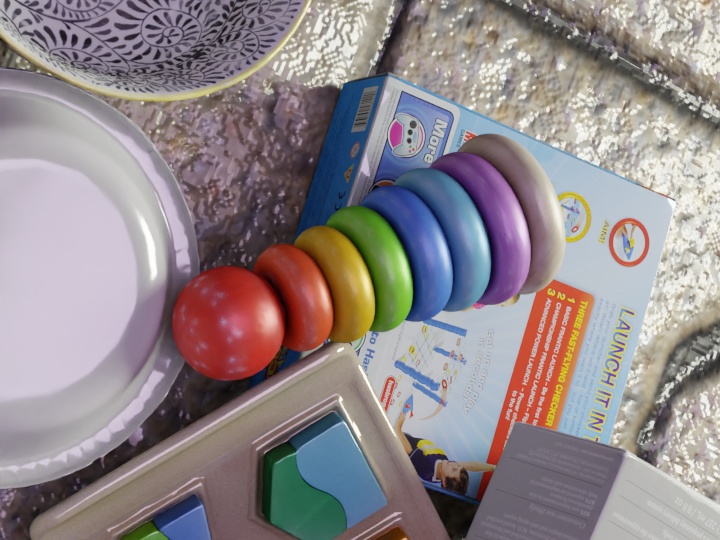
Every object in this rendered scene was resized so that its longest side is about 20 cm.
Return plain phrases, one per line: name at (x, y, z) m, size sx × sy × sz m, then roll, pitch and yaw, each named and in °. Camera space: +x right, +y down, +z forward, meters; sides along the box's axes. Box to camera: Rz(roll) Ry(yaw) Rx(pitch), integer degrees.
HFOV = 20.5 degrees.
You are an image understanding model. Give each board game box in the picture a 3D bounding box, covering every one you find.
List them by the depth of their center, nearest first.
board game box at (0.056, 0.022, 1.081) m, size 0.195 × 0.056 × 0.201 m, roll 22°, pitch 81°, yaw -25°

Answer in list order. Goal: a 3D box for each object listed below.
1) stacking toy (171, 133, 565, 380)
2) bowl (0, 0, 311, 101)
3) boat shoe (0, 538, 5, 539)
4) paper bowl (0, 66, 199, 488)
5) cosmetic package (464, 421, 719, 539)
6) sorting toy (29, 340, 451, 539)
stacking toy at (0.000, 0.000, 0.969) m, size 0.200 × 0.085 × 0.086 m, roll -21°, pitch 99°, yaw -27°
bowl at (-0.127, -0.169, 0.963) m, size 0.200 × 0.094 × 0.202 m, roll 6°, pitch 78°, yaw -28°
boat shoe at (-0.195, 0.206, 0.912) m, size 0.056 × 0.200 × 0.069 m, roll -5°, pitch 132°, yaw 5°
paper bowl at (-0.173, 0.004, 0.943) m, size 0.200 × 0.104 × 0.202 m, roll -1°, pitch 92°, yaw -27°
cosmetic package at (0.097, 0.191, 1.018) m, size 0.107 × 0.090 × 0.201 m, roll 31°, pitch 76°, yaw -41°
sorting toy at (-0.044, 0.159, 1.004) m, size 0.185 × 0.036 × 0.200 m, roll -30°, pitch 114°, yaw -10°
